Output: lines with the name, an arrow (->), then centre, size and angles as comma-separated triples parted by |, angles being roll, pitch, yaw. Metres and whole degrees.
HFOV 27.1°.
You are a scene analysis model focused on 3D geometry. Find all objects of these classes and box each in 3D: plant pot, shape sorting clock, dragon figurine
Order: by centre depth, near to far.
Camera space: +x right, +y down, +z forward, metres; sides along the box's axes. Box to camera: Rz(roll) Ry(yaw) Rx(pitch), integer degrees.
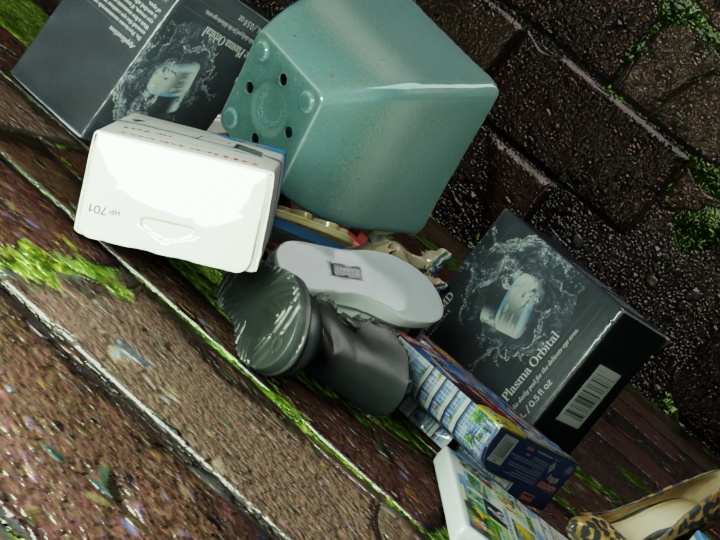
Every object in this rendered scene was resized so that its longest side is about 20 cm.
shape sorting clock -> -0.102, -0.058, 1.487 | 0.198, 0.040, 0.200 | 12, -5, 1
plant pot -> -0.022, -0.163, 1.521 | 0.199, 0.197, 0.196 | -7, 47, -45
dragon figurine -> 0.000, 0.000, 1.629 | 0.100, 0.198, 0.059 | 71, 11, -51

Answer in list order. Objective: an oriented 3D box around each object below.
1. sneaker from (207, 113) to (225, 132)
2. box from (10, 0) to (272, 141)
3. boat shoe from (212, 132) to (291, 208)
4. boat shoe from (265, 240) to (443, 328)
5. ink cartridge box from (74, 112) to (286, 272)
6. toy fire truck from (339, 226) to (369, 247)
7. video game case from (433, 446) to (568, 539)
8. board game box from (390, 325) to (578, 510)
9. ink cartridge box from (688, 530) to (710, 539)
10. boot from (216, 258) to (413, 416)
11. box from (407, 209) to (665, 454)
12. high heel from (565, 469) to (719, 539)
sneaker -> -0.197, -0.147, 1.722 | 0.200, 0.074, 0.080 | 24, 31, -49
box -> -0.214, -0.224, 1.525 | 0.117, 0.200, 0.196 | 41, 8, 21
boat shoe -> -0.139, -0.095, 1.610 | 0.074, 0.075, 0.202 | -3, -23, 20
boat shoe -> -0.014, 0.021, 1.417 | 0.199, 0.065, 0.074 | 18, 50, -32
ink cartridge box -> -0.141, -0.067, 1.226 | 0.145, 0.087, 0.200 | 13, 8, -3
toy fire truck -> -0.003, -0.056, 1.782 | 0.049, 0.141, 0.200 | 37, 7, -8
video game case -> 0.140, 0.234, 1.227 | 0.182, 0.022, 0.200 | 38, 8, -7
board game box -> 0.085, 0.126, 1.404 | 0.200, 0.062, 0.200 | 40, 5, 32
ink cartridge box -> 0.382, 0.359, 1.417 | 0.200, 0.084, 0.145 | 39, 7, -6
boot -> -0.022, 0.064, 1.219 | 0.168, 0.077, 0.200 | 32, 3, -22
box -> 0.185, 0.078, 1.636 | 0.200, 0.197, 0.117 | 44, 10, 37
high heel -> 0.280, 0.229, 1.456 | 0.200, 0.143, 0.071 | 30, 11, -49
